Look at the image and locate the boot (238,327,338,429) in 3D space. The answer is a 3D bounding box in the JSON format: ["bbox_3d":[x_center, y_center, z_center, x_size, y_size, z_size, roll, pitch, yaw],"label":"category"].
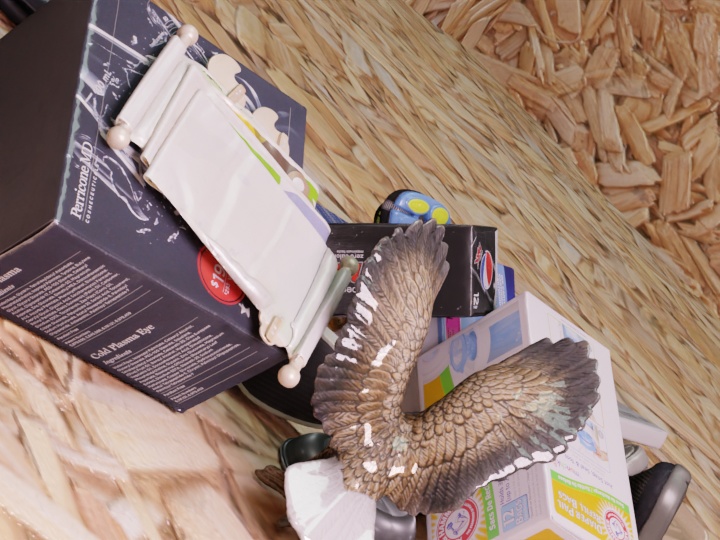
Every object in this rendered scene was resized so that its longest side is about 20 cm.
[{"bbox_3d":[-0.077,0.028,1.278,0.200,0.072,0.144,35,12,-6],"label":"boot"}]

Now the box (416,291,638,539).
[{"bbox_3d":[0.116,0.136,1.274,0.101,0.112,0.200,34,36,-33],"label":"box"}]

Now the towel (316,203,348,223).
[{"bbox_3d":[-0.033,-0.025,1.520,0.200,0.024,0.145,30,16,-45],"label":"towel"}]

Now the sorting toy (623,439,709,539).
[{"bbox_3d":[0.228,0.196,1.725,0.200,0.036,0.185,19,26,-49],"label":"sorting toy"}]

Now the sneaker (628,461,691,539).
[{"bbox_3d":[0.164,0.179,1.327,0.114,0.076,0.199,35,-30,2],"label":"sneaker"}]

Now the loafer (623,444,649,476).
[{"bbox_3d":[0.176,0.180,1.449,0.063,0.072,0.200,64,-21,-3],"label":"loafer"}]

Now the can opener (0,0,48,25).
[{"bbox_3d":[-0.294,-0.234,1.552,0.200,0.079,0.063,43,-26,-12],"label":"can opener"}]

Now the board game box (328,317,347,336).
[{"bbox_3d":[0.004,0.023,1.599,0.199,0.041,0.200,27,19,-48],"label":"board game box"}]

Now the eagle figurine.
[{"bbox_3d":[0.028,0.087,1.110,0.152,0.200,0.151,28,20,-47],"label":"eagle figurine"}]

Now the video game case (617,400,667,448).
[{"bbox_3d":[0.183,0.111,1.762,0.182,0.023,0.200,33,9,38],"label":"video game case"}]

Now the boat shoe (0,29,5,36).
[{"bbox_3d":[-0.248,-0.128,1.305,0.075,0.062,0.200,25,21,-47],"label":"boat shoe"}]

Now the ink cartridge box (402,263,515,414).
[{"bbox_3d":[0.072,0.057,1.466,0.200,0.076,0.137,16,71,-65],"label":"ink cartridge box"}]

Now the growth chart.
[{"bbox_3d":[-0.070,-0.045,1.081,0.200,0.018,0.145,54,36,-13],"label":"growth chart"}]

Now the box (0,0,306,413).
[{"bbox_3d":[-0.135,-0.047,1.105,0.182,0.104,0.200,31,46,-35],"label":"box"}]

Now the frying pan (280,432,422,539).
[{"bbox_3d":[0.021,0.163,1.237,0.190,0.031,0.115,28,20,-38],"label":"frying pan"}]

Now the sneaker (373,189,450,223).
[{"bbox_3d":[0.042,-0.032,1.635,0.083,0.071,0.200,34,-3,14],"label":"sneaker"}]

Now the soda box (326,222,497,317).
[{"bbox_3d":[0.000,0.000,1.346,0.200,0.071,0.063,1,0,23],"label":"soda box"}]
